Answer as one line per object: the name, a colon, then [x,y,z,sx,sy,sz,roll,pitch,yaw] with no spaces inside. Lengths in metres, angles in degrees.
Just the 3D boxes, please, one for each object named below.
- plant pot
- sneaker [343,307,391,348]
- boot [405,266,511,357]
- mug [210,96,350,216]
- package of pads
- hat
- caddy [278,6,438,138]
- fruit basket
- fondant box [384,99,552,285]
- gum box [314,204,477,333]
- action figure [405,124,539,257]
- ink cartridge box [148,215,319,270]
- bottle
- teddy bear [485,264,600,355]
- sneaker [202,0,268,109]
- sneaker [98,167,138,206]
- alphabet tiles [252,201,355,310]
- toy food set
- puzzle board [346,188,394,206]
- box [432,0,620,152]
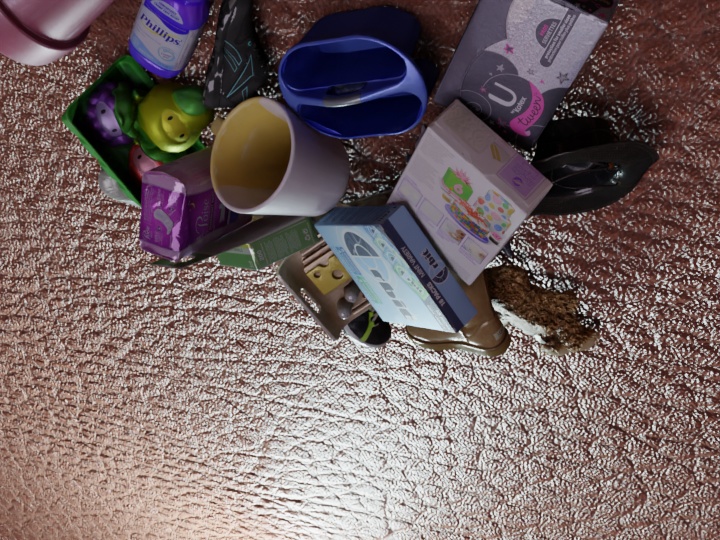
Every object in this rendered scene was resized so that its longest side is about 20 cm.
plant pot: [-0.373,-0.378,1.322,0.178,0.200,0.200,-21,122,26]
sneaker: [0.001,0.041,1.632,0.083,0.072,0.200,-10,128,41]
boot: [0.109,0.021,1.460,0.175,0.066,0.200,4,136,35]
mug: [-0.098,-0.152,1.430,0.149,0.187,0.153,-36,152,30]
package of pads: [-0.217,-0.102,1.488,0.075,0.200,0.121,18,116,22]
hat: [0.243,-0.132,1.266,0.200,0.081,0.201,-11,161,-4]
caddy: [-0.003,-0.231,1.303,0.199,0.105,0.142,-1,132,33]
fruit basket: [-0.295,-0.194,1.512,0.215,0.156,0.216,33,156,17]
fondant box: [0.119,-0.085,1.247,0.144,0.058,0.200,42,155,6]
gum box: [0.041,-0.005,1.380,0.170,0.045,0.200,54,162,-17]
action figure: [0.149,-0.115,1.346,0.193,0.105,0.200,37,143,-25]
ink cartridge box: [-0.176,-0.024,1.498,0.145,0.199,0.048,6,119,62]
bottle: [-0.234,-0.332,1.369,0.083,0.065,0.200,34,142,-5]
teddy bear: [0.245,0.054,1.510,0.199,0.067,0.145,29,157,-4]
sneaker: [-0.151,-0.284,1.384,0.079,0.076,0.200,11,144,-9]
sneaker: [-0.304,-0.119,1.665,0.199,0.073,0.072,24,117,-12]
alphabet tiles: [-0.088,-0.043,1.591,0.199,0.008,0.168,20,123,24]
toy food set: [0.000,0.000,1.519,0.200,0.060,0.144,-33,115,17]
puzzle board: [0.068,-0.034,1.554,0.150,0.017,0.200,-13,125,42]
box: [0.181,-0.249,1.161,0.132,0.115,0.200,28,142,1]
